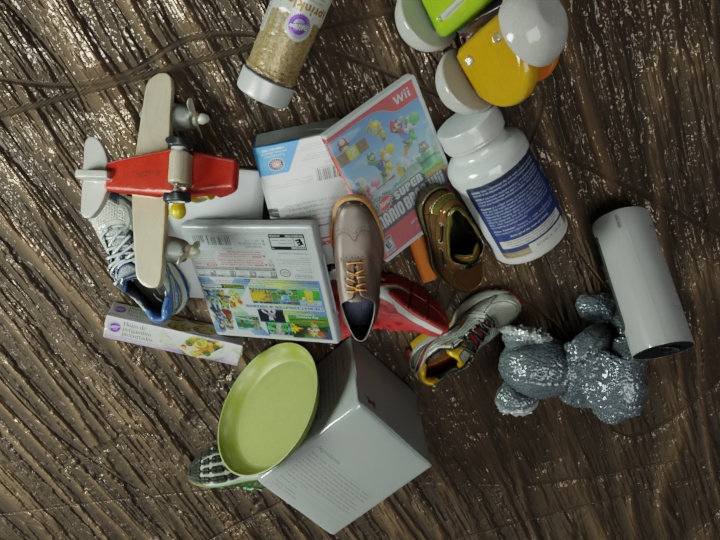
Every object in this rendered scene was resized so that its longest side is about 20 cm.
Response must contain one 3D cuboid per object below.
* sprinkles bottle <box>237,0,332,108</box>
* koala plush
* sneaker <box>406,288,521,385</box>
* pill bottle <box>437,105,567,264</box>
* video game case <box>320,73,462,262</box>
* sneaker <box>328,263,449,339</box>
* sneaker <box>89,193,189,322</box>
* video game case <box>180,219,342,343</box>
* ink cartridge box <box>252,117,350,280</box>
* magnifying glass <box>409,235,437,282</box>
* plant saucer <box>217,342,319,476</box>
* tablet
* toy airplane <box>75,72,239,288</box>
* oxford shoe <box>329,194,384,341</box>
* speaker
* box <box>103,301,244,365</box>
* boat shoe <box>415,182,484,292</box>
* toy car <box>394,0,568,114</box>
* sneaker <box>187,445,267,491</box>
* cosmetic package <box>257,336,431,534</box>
[{"bbox_3d":[-0.078,-0.295,0.744,0.068,0.068,0.201,21,113,-15],"label":"sprinkles bottle"},{"bbox_3d":[0.298,0.140,0.944,0.198,0.184,0.179,2,117,-2],"label":"koala plush"},{"bbox_3d":[0.162,0.107,0.964,0.200,0.082,0.078,-40,113,13],"label":"sneaker"},{"bbox_3d":[0.183,-0.116,0.836,0.110,0.111,0.201,-31,116,10],"label":"pill bottle"},{"bbox_3d":[0.047,-0.128,0.827,0.143,0.017,0.201,-37,124,-13],"label":"video game case"},{"bbox_3d":[0.024,0.065,0.945,0.199,0.079,0.116,30,120,-6],"label":"sneaker"},{"bbox_3d":[-0.299,-0.017,0.849,0.077,0.085,0.201,-27,110,12],"label":"sneaker"},{"bbox_3d":[-0.133,0.015,0.865,0.198,0.022,0.184,2,122,21],"label":"video game case"},{"bbox_3d":[-0.063,-0.088,0.851,0.115,0.068,0.202,-11,117,0],"label":"ink cartridge box"},{"bbox_3d":[0.069,-0.072,0.899,0.079,0.022,0.201,-20,118,4],"label":"magnifying glass"},{"bbox_3d":[-0.129,0.203,0.926,0.200,0.201,0.031,-40,130,15],"label":"plant saucer"},{"bbox_3d":[-0.203,-0.049,0.889,0.129,0.014,0.202,4,116,-7],"label":"tablet"},{"bbox_3d":[-0.245,-0.109,0.785,0.200,0.141,0.199,-48,68,18],"label":"toy airplane"},{"bbox_3d":[0.000,0.000,0.819,0.071,0.073,0.202,-6,123,2],"label":"oxford shoe"},{"bbox_3d":[0.384,0.017,0.871,0.080,0.202,0.081,-7,157,-3],"label":"speaker"},{"bbox_3d":[-0.271,0.094,0.940,0.198,0.042,0.039,15,114,-12],"label":"box"},{"bbox_3d":[0.133,-0.027,0.874,0.072,0.068,0.200,-41,134,-5],"label":"boat shoe"},{"bbox_3d":[0.152,-0.294,0.727,0.150,0.175,0.201,-39,97,-31],"label":"toy car"},{"bbox_3d":[-0.187,0.345,1.062,0.198,0.077,0.089,-3,126,-2],"label":"sneaker"},{"bbox_3d":[-0.028,0.250,0.971,0.200,0.168,0.166,-39,114,15],"label":"cosmetic package"}]
